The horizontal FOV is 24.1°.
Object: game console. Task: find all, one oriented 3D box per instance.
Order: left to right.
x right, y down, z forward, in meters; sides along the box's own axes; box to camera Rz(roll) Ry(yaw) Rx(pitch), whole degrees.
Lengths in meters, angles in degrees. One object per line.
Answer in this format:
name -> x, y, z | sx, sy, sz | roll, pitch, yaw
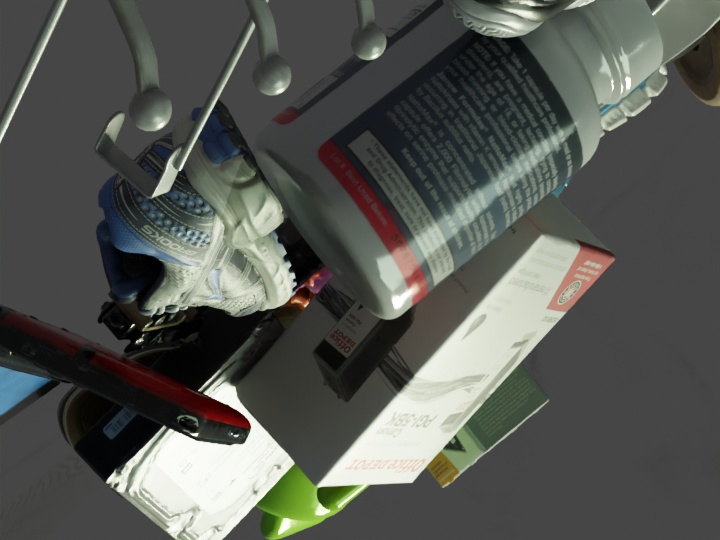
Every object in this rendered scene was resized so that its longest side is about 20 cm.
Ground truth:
game console -> -0.162, 0.090, 0.857 | 0.200, 0.171, 0.120 | 63, 52, -83

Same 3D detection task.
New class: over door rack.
over door rack -> -0.062, -0.070, 0.579 | 0.200, 0.067, 0.147 | -45, 170, 33

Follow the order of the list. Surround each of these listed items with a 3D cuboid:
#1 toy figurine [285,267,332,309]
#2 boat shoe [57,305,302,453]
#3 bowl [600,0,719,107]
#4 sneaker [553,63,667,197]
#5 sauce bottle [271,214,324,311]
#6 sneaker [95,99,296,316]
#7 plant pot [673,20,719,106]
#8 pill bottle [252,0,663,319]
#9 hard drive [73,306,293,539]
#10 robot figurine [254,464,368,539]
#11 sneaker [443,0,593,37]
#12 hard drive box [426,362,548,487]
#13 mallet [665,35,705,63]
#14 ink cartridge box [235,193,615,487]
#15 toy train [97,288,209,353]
toy figurine -> 0.000, 0.000, 1.199 | 0.198, 0.152, 0.184 | -15, 159, 4
boat shoe -> -0.120, 0.073, 1.114 | 0.199, 0.074, 0.064 | -18, -163, -39
bowl -> 0.191, -0.190, 1.073 | 0.199, 0.075, 0.200 | -36, 172, -30
sneaker -> 0.126, -0.113, 1.183 | 0.200, 0.087, 0.075 | -46, -147, -17
sauce bottle -> 0.006, -0.053, 1.010 | 0.200, 0.066, 0.066 | -42, 172, 20
sneaker -> -0.086, -0.017, 0.806 | 0.085, 0.078, 0.200 | -28, 164, -7
plant pot -> 0.339, -0.211, 1.337 | 0.173, 0.202, 0.200 | -20, 169, -9
pill bottle -> 0.054, -0.080, 0.870 | 0.199, 0.120, 0.120 | -38, 172, -8
hard drive -> -0.089, 0.100, 1.056 | 0.140, 0.038, 0.200 | -45, 157, -9
robot figurine -> -0.042, 0.117, 1.353 | 0.115, 0.175, 0.202 | -11, 132, -42
sneaker -> 0.128, -0.185, 0.788 | 0.199, 0.076, 0.114 | -33, 173, -29
hard drive box -> 0.052, 0.069, 1.422 | 0.076, 0.201, 0.156 | -35, 171, -19
mallet -> 0.160, -0.163, 1.258 | 0.198, 0.066, 0.041 | -23, 171, -12
ink cartridge box -> 0.041, 0.032, 1.006 | 0.200, 0.083, 0.146 | -49, 158, 14
toy train -> -0.102, 0.017, 1.007 | 0.046, 0.034, 0.200 | -45, 172, 14
